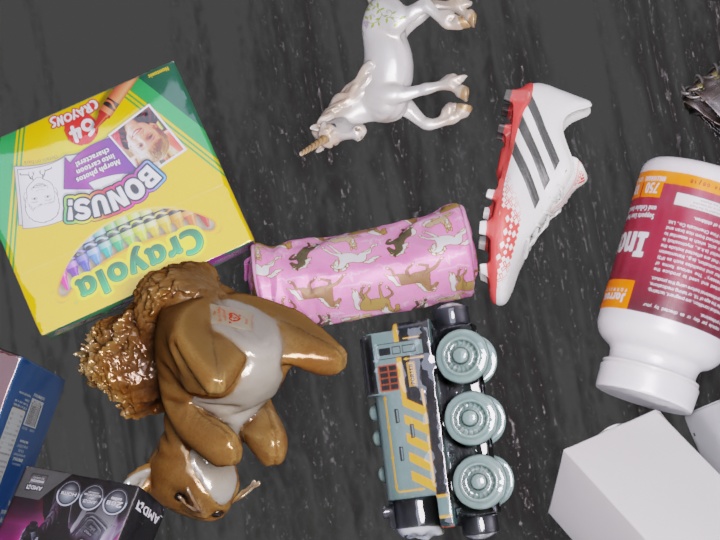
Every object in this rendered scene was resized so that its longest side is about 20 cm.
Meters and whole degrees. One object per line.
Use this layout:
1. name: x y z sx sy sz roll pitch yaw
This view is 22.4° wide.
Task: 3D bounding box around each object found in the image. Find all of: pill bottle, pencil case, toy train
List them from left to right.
1. pencil case: 0.000 0.000 1.554 0.199 0.087 0.083 -12 96 -3
2. toy train: 0.065 0.130 1.540 0.113 0.085 0.201 -9 83 11
3. pill bottle: 0.267 0.014 1.538 0.112 0.113 0.201 17 81 2

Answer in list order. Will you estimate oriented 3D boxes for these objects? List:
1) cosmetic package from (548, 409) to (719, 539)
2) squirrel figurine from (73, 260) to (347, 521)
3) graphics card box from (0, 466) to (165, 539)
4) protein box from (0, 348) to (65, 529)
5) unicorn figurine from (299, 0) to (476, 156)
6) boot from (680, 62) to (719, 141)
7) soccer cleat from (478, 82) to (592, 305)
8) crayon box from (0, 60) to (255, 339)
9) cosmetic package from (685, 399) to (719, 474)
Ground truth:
1. cosmetic package: 0.255 0.217 1.463 0.107 0.085 0.200 -17 45 -27
2. squirrel figurine: -0.140 0.103 1.504 0.200 0.141 0.187 40 126 29
3. graphics card box: -0.249 0.263 1.459 0.125 0.051 0.201 6 62 32
4. protein box: -0.350 0.153 1.470 0.134 0.199 0.201 19 82 3
5. unicorn figurine: 0.029 -0.173 1.592 0.137 0.074 0.201 2 67 9
6. boot: 0.350 -0.201 1.593 0.174 0.069 0.200 -38 86 -6
7. soccer cleat: 0.152 -0.066 1.574 0.085 0.069 0.201 9 77 5
8. crayon box: -0.216 -0.060 1.573 0.199 0.058 0.173 -24 83 -4
9. cosmetic package: 0.410 0.169 1.503 0.199 0.123 0.200 -21 82 -11
